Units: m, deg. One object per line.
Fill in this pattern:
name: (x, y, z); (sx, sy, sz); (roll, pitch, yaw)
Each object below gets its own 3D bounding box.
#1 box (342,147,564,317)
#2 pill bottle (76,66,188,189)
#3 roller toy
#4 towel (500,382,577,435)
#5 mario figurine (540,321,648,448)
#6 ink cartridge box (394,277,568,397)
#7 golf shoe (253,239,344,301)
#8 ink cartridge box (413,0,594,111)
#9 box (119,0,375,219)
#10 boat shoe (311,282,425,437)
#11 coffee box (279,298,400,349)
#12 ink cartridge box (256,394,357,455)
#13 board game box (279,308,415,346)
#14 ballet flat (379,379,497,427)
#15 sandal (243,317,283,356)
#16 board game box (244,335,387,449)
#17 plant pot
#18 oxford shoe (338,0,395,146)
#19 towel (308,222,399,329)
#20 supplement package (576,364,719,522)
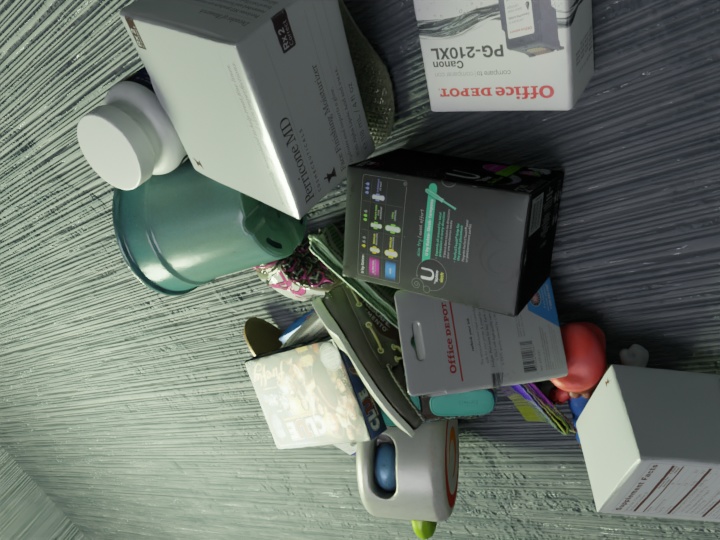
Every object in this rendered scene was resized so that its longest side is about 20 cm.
box: (0.098, -0.050, 0.736); (0.196, 0.148, 0.127); (12, 111, 26)
pill bottle: (-0.237, -0.189, 0.831); (0.114, 0.201, 0.117); (18, 134, 20)
roller toy: (0.068, 0.266, 1.008); (0.137, 0.202, 0.185); (-1, 134, 16)
towel: (0.182, 0.135, 0.895); (0.200, 0.023, 0.144); (46, 171, -6)
mario figurine: (0.289, 0.133, 0.853); (0.122, 0.106, 0.202); (-29, 125, 0)
ink cartridge box: (0.125, 0.076, 0.773); (0.067, 0.196, 0.119); (143, 121, -68)
golf shoe: (-0.079, 0.004, 0.974); (0.198, 0.073, 0.093); (17, 151, 49)
ink cartridge box: (0.125, -0.251, 0.613); (0.142, 0.085, 0.203); (7, 129, 30)
box: (-0.111, -0.192, 0.710); (0.198, 0.131, 0.201); (26, 149, 36)
boat shoe: (0.016, 0.095, 0.788); (0.203, 0.060, 0.072); (53, 173, 29)
coffee box: (-0.037, 0.114, 0.974); (0.113, 0.080, 0.200); (44, 136, -4)
ink cartridge box: (-0.064, 0.226, 1.109); (0.199, 0.037, 0.095); (37, 134, -14)
board game box: (-0.017, 0.116, 1.053); (0.153, 0.045, 0.199); (49, 137, -10)
ballet flat: (0.084, 0.169, 0.928); (0.195, 0.075, 0.075); (0, 130, 4)
sandal: (-0.127, 0.173, 1.155); (0.211, 0.078, 0.070); (39, 132, -8)
board game box: (-0.066, 0.166, 0.922); (0.198, 0.034, 0.138); (-19, 93, 44)
plant pot: (-0.188, -0.078, 0.912); (0.193, 0.201, 0.203); (-8, 121, 30)
oxford shoe: (-0.019, -0.230, 0.757); (0.202, 0.075, 0.058); (58, 177, -31)
towel: (0.000, 0.000, 0.859); (0.152, 0.200, 0.023); (43, 97, -4)
supplement package: (0.359, 0.192, 0.751); (0.195, 0.118, 0.119); (6, 135, -4)
